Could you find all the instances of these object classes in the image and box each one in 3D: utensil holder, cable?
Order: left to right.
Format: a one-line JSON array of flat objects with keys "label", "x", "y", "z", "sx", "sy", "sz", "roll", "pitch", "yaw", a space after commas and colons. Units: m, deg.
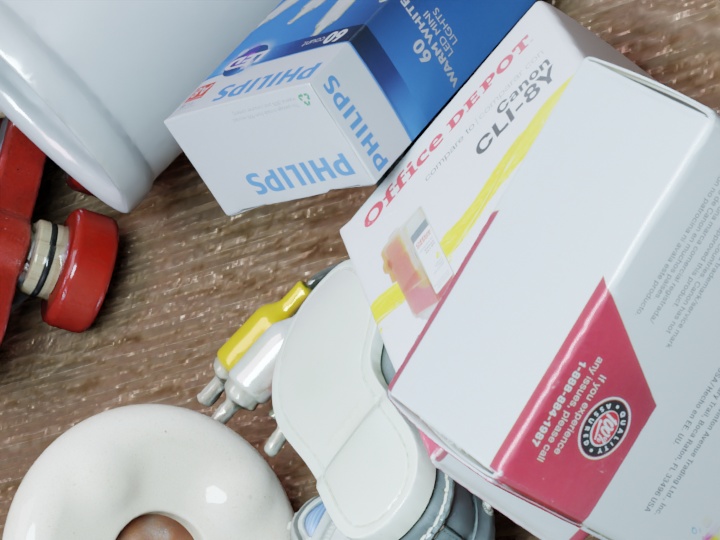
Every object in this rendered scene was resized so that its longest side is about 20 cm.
[{"label": "utensil holder", "x": -0.108, "y": -0.158, "z": 1.388, "sx": 0.200, "sy": 0.170, "sz": 0.170, "roll": -46, "pitch": 36, "yaw": -9}, {"label": "cable", "x": 0.000, "y": 0.000, "z": 1.297, "sx": 0.097, "sy": 0.050, "sz": 0.200, "roll": 32, "pitch": 93, "yaw": 49}]

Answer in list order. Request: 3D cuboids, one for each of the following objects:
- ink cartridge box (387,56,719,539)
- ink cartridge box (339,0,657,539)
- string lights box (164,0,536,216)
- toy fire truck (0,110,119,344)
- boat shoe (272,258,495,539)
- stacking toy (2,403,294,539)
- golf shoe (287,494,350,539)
[{"label": "ink cartridge box", "x": 0.133, "y": 0.037, "z": 0.996, "sx": 0.146, "sy": 0.200, "sz": 0.083, "roll": -59, "pitch": 34, "yaw": 2}, {"label": "ink cartridge box", "x": 0.081, "y": -0.003, "z": 1.145, "sx": 0.145, "sy": 0.083, "sz": 0.200, "roll": -49, "pitch": 27, "yaw": 15}, {"label": "string lights box", "x": 0.011, "y": -0.112, "z": 1.277, "sx": 0.103, "sy": 0.059, "sz": 0.200, "roll": -11, "pitch": 30, "yaw": 46}, {"label": "toy fire truck", "x": -0.204, "y": -0.028, "z": 1.524, "sx": 0.168, "sy": 0.112, "sz": 0.200, "roll": 135, "pitch": 148, "yaw": -59}, {"label": "boat shoe", "x": 0.012, "y": 0.066, "z": 1.201, "sx": 0.073, "sy": 0.062, "sz": 0.200, "roll": -48, "pitch": 27, "yaw": 15}, {"label": "stacking toy", "x": -0.130, "y": 0.144, "z": 1.315, "sx": 0.200, "sy": 0.146, "sz": 0.146, "roll": -16, "pitch": 54, "yaw": 61}, {"label": "golf shoe", "x": -0.007, "y": 0.190, "z": 1.168, "sx": 0.097, "sy": 0.078, "sz": 0.200, "roll": -1, "pitch": 67, "yaw": 43}]
